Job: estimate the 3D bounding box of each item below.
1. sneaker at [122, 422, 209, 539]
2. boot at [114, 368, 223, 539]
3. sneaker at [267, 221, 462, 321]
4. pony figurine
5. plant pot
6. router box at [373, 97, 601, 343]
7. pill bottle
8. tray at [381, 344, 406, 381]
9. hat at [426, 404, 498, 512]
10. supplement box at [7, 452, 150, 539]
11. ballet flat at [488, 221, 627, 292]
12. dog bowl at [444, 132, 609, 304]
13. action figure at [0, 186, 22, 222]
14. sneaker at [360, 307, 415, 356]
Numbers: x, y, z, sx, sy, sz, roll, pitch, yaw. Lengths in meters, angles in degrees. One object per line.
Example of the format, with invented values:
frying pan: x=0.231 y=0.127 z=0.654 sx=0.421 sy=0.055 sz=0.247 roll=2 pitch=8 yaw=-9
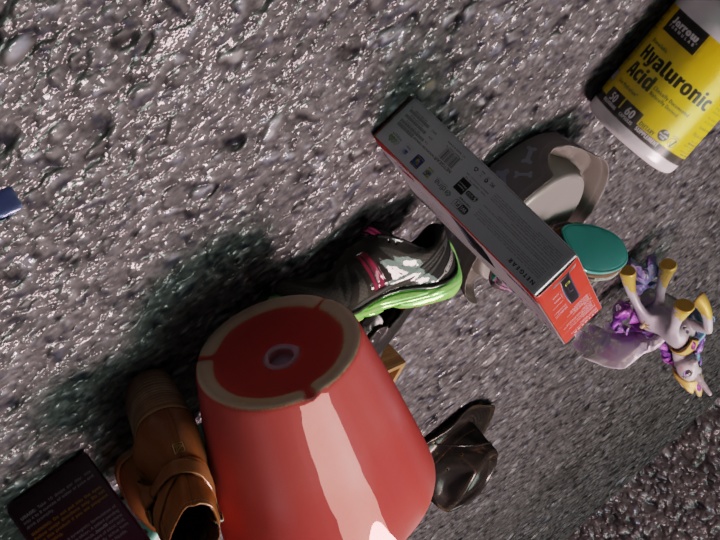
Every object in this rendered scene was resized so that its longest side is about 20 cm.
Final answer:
sneaker: x=-0.155 y=0.211 z=1.454 sx=0.200 sy=0.078 sz=0.140 roll=-41 pitch=162 yaw=19
boot: x=-0.153 y=0.201 z=1.269 sx=0.076 sy=0.156 sz=0.201 roll=-9 pitch=133 yaw=-20
sneaker: x=0.000 y=0.000 z=1.350 sx=0.199 sy=0.077 sz=0.084 roll=-14 pitch=100 yaw=-33
pony figurine: x=0.403 y=0.071 z=2.038 sx=0.166 sy=0.193 sz=0.201 roll=-38 pitch=139 yaw=-21
plant pot: x=-0.048 y=0.132 z=1.263 sx=0.200 sy=0.200 sz=0.178 roll=-34 pitch=130 yaw=-22
router box: x=0.113 y=-0.039 z=1.281 sx=0.049 sy=0.200 sz=0.179 roll=-44 pitch=158 yaw=0
pill bottle: x=0.330 y=-0.204 z=1.474 sx=0.200 sy=0.111 sz=0.111 roll=-51 pitch=157 yaw=16
tray: x=-0.046 y=0.146 z=1.564 sx=0.200 sy=0.037 sz=0.099 roll=-22 pitch=149 yaw=-44
hat: x=0.131 y=0.275 z=2.040 sx=0.200 sy=0.081 sz=0.201 roll=-36 pitch=158 yaw=-17
supplement box: x=-0.209 y=0.272 z=1.290 sx=0.085 sy=0.200 sz=0.111 roll=-35 pitch=156 yaw=-16
ballet flat: x=0.194 y=-0.008 z=1.517 sx=0.071 sy=0.069 sz=0.200 roll=-36 pitch=162 yaw=35
dog bowl: x=0.163 y=-0.057 z=1.523 sx=0.200 sy=0.059 sz=0.200 roll=-36 pitch=158 yaw=-17
action figure: x=-0.274 y=0.040 z=0.898 sx=0.200 sy=0.105 sz=0.194 roll=-32 pitch=165 yaw=-22
sneaker: x=-0.014 y=0.065 z=1.447 sx=0.199 sy=0.060 sz=0.104 roll=-30 pitch=156 yaw=-43
